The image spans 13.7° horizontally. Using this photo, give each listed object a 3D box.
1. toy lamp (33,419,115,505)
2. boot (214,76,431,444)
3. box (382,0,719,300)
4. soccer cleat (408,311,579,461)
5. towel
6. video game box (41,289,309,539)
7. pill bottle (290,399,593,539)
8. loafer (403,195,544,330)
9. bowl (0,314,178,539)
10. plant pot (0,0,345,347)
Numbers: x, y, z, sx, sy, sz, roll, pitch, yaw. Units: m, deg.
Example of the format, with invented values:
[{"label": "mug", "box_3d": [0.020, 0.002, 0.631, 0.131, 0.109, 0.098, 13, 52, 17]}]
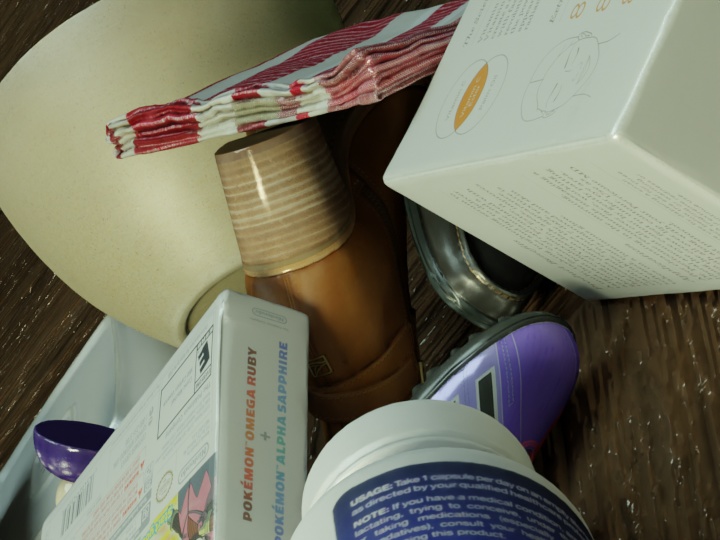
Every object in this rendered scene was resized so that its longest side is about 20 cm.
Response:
[{"label": "toy lamp", "box_3d": [-0.147, 0.176, 1.445, 0.058, 0.058, 0.201, -133, 52, -71]}, {"label": "boot", "box_3d": [0.000, 0.000, 1.305, 0.073, 0.155, 0.200, -15, 10, 25]}, {"label": "box", "box_3d": [0.119, -0.081, 1.126, 0.153, 0.106, 0.200, -65, 19, -12]}, {"label": "soccer cleat", "box_3d": [0.031, 0.108, 1.168, 0.200, 0.068, 0.073, -53, 44, 7]}, {"label": "towel", "box_3d": [-0.006, -0.092, 1.294, 0.144, 0.023, 0.200, -27, 11, -37]}, {"label": "video game box", "box_3d": [-0.081, 0.136, 1.210, 0.200, 0.047, 0.183, -50, 28, 46]}, {"label": "pill bottle", "box_3d": [0.031, 0.131, 1.024, 0.120, 0.119, 0.200, -53, 20, 20]}, {"label": "loafer", "box_3d": [0.069, -0.060, 1.286, 0.072, 0.073, 0.201, -39, 29, 38]}, {"label": "bowl", "box_3d": [-0.130, 0.111, 1.547, 0.200, 0.074, 0.200, -55, 18, 20]}, {"label": "plant pot", "box_3d": [-0.075, -0.038, 1.493, 0.200, 0.200, 0.135, -47, 58, 35]}]
